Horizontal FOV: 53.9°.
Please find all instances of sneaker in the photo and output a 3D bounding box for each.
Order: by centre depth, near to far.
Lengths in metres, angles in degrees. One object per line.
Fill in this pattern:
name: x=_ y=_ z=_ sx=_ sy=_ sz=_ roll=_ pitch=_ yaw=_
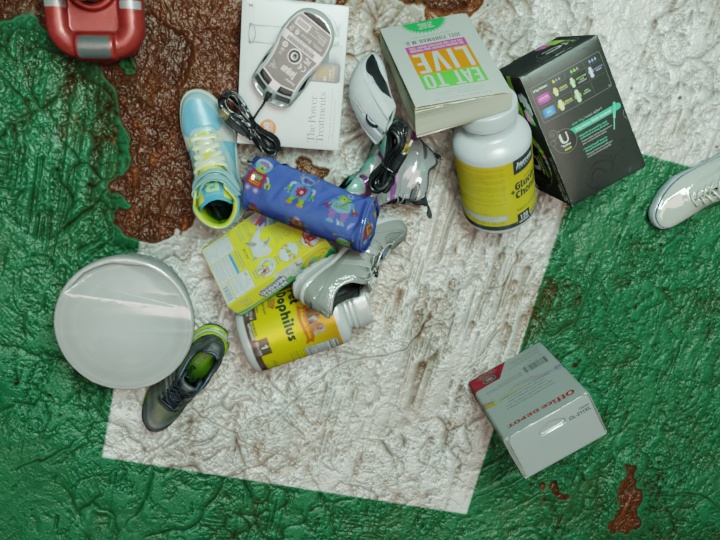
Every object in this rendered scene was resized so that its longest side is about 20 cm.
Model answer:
sneaker: x=-0.209 y=-0.152 z=0.993 sx=0.079 sy=0.131 sz=0.202 roll=-15 pitch=107 yaw=0
sneaker: x=0.000 y=0.000 z=1.030 sx=0.199 sy=0.082 sz=0.075 roll=-38 pitch=152 yaw=-17
sneaker: x=0.046 y=-0.110 z=1.066 sx=0.139 sy=0.078 sz=0.201 roll=35 pitch=99 yaw=-15
sneaker: x=-0.280 y=0.175 z=1.105 sx=0.074 sy=0.081 sz=0.201 roll=33 pitch=100 yaw=-15
sneaker: x=0.554 y=-0.136 z=1.127 sx=0.199 sy=0.071 sz=0.073 roll=-38 pitch=107 yaw=4

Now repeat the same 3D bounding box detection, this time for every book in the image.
book: x=0.113 y=-0.276 z=0.971 sx=0.132 sy=0.201 sz=0.048 roll=-13 pitch=140 yaw=-4

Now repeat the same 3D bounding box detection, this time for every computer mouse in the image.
computer mouse: x=-0.105 y=-0.265 z=0.970 sx=0.109 sy=0.044 sz=0.200 roll=38 pitch=105 yaw=-10
computer mouse: x=0.016 y=-0.216 z=0.978 sx=0.043 sy=0.202 sz=0.110 roll=-4 pitch=149 yaw=-21

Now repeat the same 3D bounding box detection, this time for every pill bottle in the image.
pill bottle: x=0.192 y=-0.158 z=1.016 sx=0.111 sy=0.113 sz=0.201 roll=-20 pitch=136 yaw=-1
pill bottle: x=-0.085 y=0.075 z=1.087 sx=0.198 sy=0.109 sz=0.110 roll=-19 pitch=108 yaw=-2

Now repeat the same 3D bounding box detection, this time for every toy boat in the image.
toy boat: x=-0.352 y=-0.374 z=0.910 sx=0.129 sy=0.131 sz=0.202 roll=-2 pitch=107 yaw=-7

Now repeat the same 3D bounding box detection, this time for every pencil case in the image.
pencil case: x=-0.068 y=-0.094 z=0.981 sx=0.198 sy=0.078 sz=0.087 roll=21 pitch=68 yaw=12

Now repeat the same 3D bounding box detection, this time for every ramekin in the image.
ramekin: x=-0.344 y=0.066 z=1.059 sx=0.200 sy=0.094 sz=0.205 roll=-2 pitch=107 yaw=-6

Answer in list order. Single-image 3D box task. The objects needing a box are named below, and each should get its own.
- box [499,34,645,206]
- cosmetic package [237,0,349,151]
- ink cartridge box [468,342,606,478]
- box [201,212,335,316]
box: x=0.297 y=-0.221 z=1.028 sx=0.123 sy=0.149 sz=0.201 roll=-28 pitch=107 yaw=2
cosmetic package: x=-0.098 y=-0.279 z=1.014 sx=0.149 sy=0.052 sz=0.202 roll=3 pitch=106 yaw=-5
ink cartridge box: x=0.274 y=0.217 z=1.126 sx=0.145 sy=0.200 sz=0.083 roll=-29 pitch=108 yaw=2
box: x=-0.127 y=-0.038 z=1.048 sx=0.199 sy=0.118 sz=0.048 roll=-34 pitch=151 yaw=5
